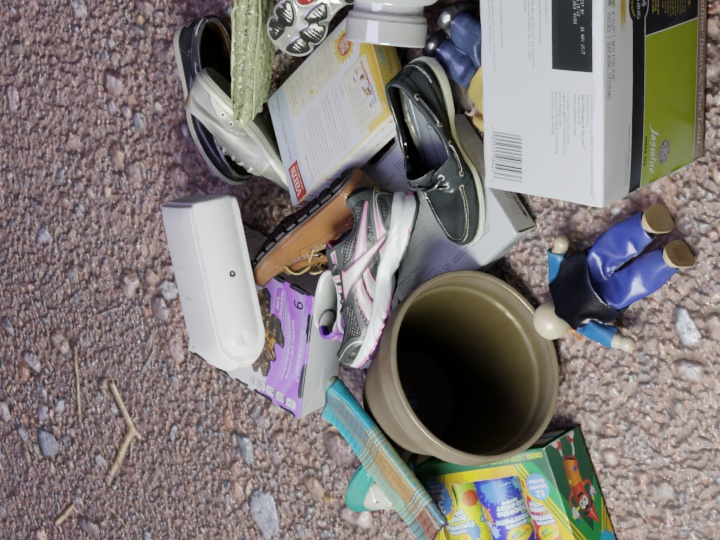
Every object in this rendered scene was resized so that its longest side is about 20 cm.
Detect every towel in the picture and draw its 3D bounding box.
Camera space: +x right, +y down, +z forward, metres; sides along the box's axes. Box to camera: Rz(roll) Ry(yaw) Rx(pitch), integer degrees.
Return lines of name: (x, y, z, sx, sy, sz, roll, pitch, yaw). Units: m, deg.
towel: (-0.118, -0.271, 1.750, 0.036, 0.149, 0.203, 4, 112, 3)
towel: (0.022, 0.214, 1.735, 0.201, 0.022, 0.147, 52, 166, 13)

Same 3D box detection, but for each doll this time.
doll: (0.243, 0.018, 1.575, 0.200, 0.048, 0.138, -38, 78, 44)

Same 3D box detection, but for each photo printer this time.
photo printer: (-0.168, 0.015, 1.806, 0.166, 0.069, 0.203, -169, 66, -70)

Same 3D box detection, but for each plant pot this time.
plant pot: (0.086, 0.119, 1.680, 0.202, 0.198, 0.173, 63, 151, 4)

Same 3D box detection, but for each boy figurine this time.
boy figurine: (0.152, -0.187, 1.572, 0.200, 0.064, 0.125, 45, 132, 20)

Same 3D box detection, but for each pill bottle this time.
pill bottle: (0.034, -0.329, 1.571, 0.112, 0.112, 0.203, 13, 103, 39)

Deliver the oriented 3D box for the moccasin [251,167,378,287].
moccasin: (-0.047, -0.036, 1.745, 0.078, 0.074, 0.201, 44, 121, -14)

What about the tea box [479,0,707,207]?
tea box: (0.214, -0.185, 1.420, 0.132, 0.196, 0.203, 12, 113, 38)

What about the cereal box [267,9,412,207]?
cereal box: (-0.025, -0.179, 1.727, 0.200, 0.039, 0.146, -40, 56, 45)

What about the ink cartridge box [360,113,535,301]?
ink cartridge box: (0.072, -0.074, 1.704, 0.200, 0.040, 0.201, -43, 73, 43)

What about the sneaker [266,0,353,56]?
sneaker: (-0.031, -0.323, 1.685, 0.080, 0.084, 0.199, 38, 122, -22)

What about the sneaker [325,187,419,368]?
sneaker: (0.000, 0.000, 1.677, 0.085, 0.080, 0.202, 17, 104, 3)

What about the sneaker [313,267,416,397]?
sneaker: (-0.003, 0.082, 1.782, 0.072, 0.114, 0.203, -3, 108, 42)

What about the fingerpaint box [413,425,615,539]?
fingerpaint box: (0.171, 0.273, 1.720, 0.199, 0.073, 0.169, -15, 95, 45)

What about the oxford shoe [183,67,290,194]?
oxford shoe: (-0.129, -0.146, 1.812, 0.058, 0.075, 0.200, -41, 101, 15)

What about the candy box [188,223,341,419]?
candy box: (-0.114, 0.057, 1.905, 0.199, 0.071, 0.170, 27, 122, 34)

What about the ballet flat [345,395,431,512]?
ballet flat: (0.038, 0.235, 1.827, 0.071, 0.067, 0.201, 59, 137, 37)

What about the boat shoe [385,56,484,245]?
boat shoe: (0.072, -0.114, 1.606, 0.074, 0.066, 0.202, 4, 113, 44)

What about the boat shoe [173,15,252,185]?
boat shoe: (-0.166, -0.201, 1.856, 0.067, 0.071, 0.203, -11, 96, 48)
